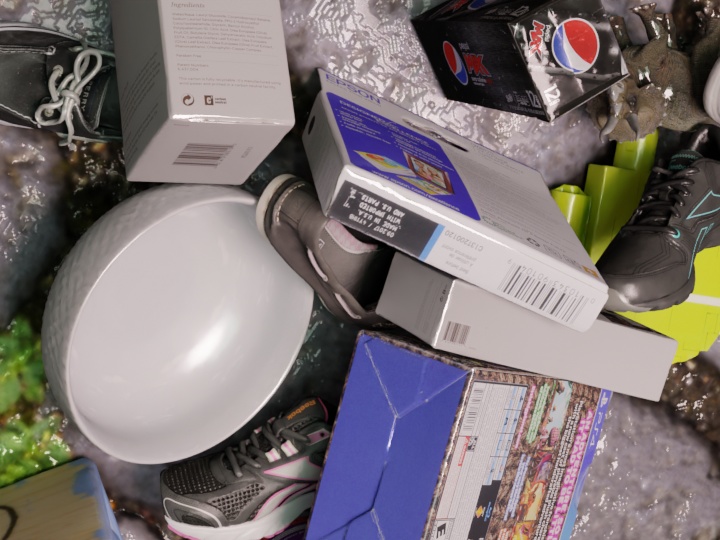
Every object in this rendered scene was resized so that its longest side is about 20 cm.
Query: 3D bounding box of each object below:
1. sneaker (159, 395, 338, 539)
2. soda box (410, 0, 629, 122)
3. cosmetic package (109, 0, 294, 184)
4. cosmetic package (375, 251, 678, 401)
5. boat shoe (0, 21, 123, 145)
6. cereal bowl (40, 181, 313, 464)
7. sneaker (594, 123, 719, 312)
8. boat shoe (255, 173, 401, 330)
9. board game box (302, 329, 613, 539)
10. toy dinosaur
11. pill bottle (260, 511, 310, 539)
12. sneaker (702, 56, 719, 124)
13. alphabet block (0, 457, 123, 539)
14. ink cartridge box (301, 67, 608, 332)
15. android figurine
[{"bbox_3d":[-0.051,0.130,1.033,0.199,0.080,0.087,-10,123,-24],"label":"sneaker"},{"bbox_3d":[0.101,-0.151,0.960,0.063,0.200,0.071,-29,107,-9],"label":"soda box"},{"bbox_3d":[-0.107,-0.166,0.907,0.084,0.108,0.201,1,73,-24],"label":"cosmetic package"},{"bbox_3d":[0.117,0.039,0.995,0.199,0.082,0.051,15,95,-31],"label":"cosmetic package"},{"bbox_3d":[-0.187,-0.117,0.961,0.198,0.068,0.074,17,96,-17],"label":"boat shoe"},{"bbox_3d":[-0.132,0.027,0.978,0.199,0.083,0.201,-22,127,-33],"label":"cereal bowl"},{"bbox_3d":[0.211,-0.037,1.003,0.200,0.075,0.080,-39,127,-46],"label":"sneaker"},{"bbox_3d":[0.000,0.000,0.990,0.067,0.057,0.200,-58,142,-6],"label":"boat shoe"},{"bbox_3d":[0.073,0.136,1.009,0.200,0.097,0.160,12,95,-53],"label":"board game box"},{"bbox_3d":[0.230,-0.142,1.061,0.199,0.077,0.103,-5,89,-36],"label":"toy dinosaur"},{"bbox_3d":[-0.019,0.252,1.008,0.112,0.200,0.113,-3,101,-14],"label":"pill bottle"},{"bbox_3d":[0.337,-0.111,1.057,0.199,0.088,0.076,1,110,-46],"label":"sneaker"},{"bbox_3d":[-0.236,0.270,0.961,0.199,0.195,0.197,-20,103,-11],"label":"alphabet block"},{"bbox_3d":[0.057,-0.053,0.978,0.197,0.200,0.044,23,111,-17],"label":"ink cartridge box"},{"bbox_3d":[0.224,-0.011,1.103,0.181,0.041,0.201,6,97,-17],"label":"android figurine"}]
